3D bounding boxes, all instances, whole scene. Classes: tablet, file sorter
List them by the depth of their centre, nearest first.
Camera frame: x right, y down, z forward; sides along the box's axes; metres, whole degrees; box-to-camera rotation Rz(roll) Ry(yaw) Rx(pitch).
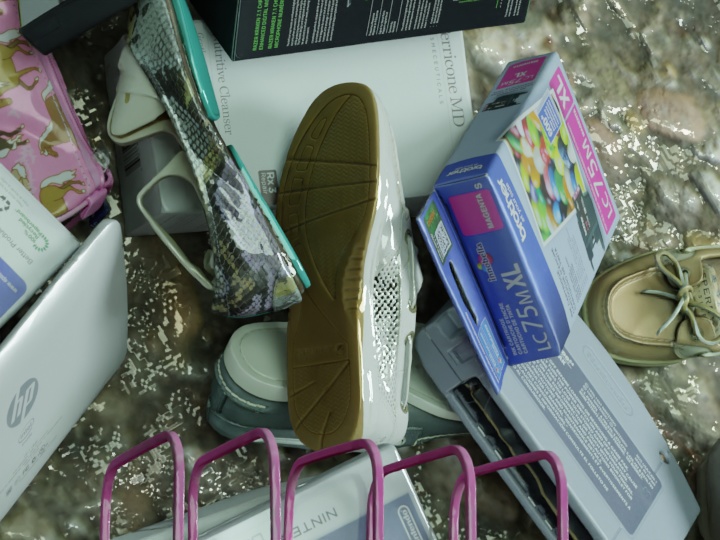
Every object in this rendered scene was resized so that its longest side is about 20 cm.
[{"bbox_3d":[-0.016,0.145,0.985,0.199,0.139,0.126,5,75,-21],"label":"file sorter"},{"bbox_3d":[-0.177,0.077,1.078,0.014,0.130,0.200,24,55,14],"label":"tablet"}]

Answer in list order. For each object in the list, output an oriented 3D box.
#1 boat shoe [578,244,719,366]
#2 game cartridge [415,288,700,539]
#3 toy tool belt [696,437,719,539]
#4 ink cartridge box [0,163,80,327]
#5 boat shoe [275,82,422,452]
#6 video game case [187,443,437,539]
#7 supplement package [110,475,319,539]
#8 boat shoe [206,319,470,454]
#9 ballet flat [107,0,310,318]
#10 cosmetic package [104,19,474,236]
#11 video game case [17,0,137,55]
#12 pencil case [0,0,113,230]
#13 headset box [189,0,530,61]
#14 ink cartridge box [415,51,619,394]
[{"bbox_3d":[0.229,0.014,1.305,0.200,0.063,0.074,-10,83,-23],"label":"boat shoe"},{"bbox_3d":[0.119,0.089,1.225,0.200,0.041,0.133,55,36,-4],"label":"game cartridge"},{"bbox_3d":[0.279,0.187,1.258,0.123,0.125,0.201,0,79,-14],"label":"toy tool belt"},{"bbox_3d":[-0.241,0.023,1.045,0.095,0.037,0.200,46,64,-9],"label":"ink cartridge box"},{"bbox_3d":[0.000,0.000,1.145,0.069,0.071,0.201,8,83,-49],"label":"boat shoe"},{"bbox_3d":[-0.020,0.214,1.055,0.182,0.023,0.200,-24,91,-24],"label":"video game case"},{"bbox_3d":[-0.107,0.195,1.099,0.200,0.117,0.118,-17,87,-25],"label":"supplement package"},{"bbox_3d":[0.002,0.073,1.211,0.200,0.062,0.073,6,41,-33],"label":"boat shoe"},{"bbox_3d":[-0.094,-0.065,1.104,0.072,0.072,0.201,-23,89,-25],"label":"ballet flat"},{"bbox_3d":[-0.038,-0.084,1.206,0.199,0.081,0.113,-7,84,-22],"label":"cosmetic package"},{"bbox_3d":[-0.104,-0.229,1.114,0.025,0.200,0.181,42,27,-46],"label":"video game case"},{"bbox_3d":[-0.205,-0.109,1.144,0.086,0.083,0.200,-23,87,-24],"label":"pencil case"},{"bbox_3d":[-0.023,-0.210,1.187,0.200,0.093,0.174,-10,42,-23],"label":"headset box"},{"bbox_3d":[0.095,-0.031,1.201,0.120,0.042,0.200,66,31,-21],"label":"ink cartridge box"}]
